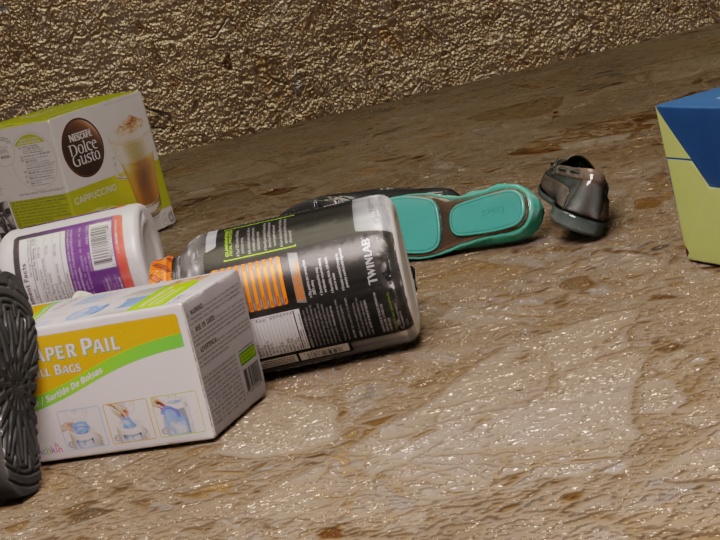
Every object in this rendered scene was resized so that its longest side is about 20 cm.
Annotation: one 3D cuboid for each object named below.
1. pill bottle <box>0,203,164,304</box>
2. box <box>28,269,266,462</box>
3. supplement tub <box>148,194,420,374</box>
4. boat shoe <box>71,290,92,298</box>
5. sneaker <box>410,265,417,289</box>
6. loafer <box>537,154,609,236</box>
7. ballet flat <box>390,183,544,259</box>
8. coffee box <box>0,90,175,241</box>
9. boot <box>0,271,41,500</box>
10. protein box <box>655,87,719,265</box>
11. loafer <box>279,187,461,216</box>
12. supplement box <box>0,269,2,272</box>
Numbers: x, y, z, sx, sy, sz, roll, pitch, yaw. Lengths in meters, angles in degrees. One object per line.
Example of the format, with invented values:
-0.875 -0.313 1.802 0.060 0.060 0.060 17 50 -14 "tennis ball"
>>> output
-0.312 0.003 1.807 0.200 0.112 0.111 -12 10 7 "pill bottle"
-0.189 0.074 1.285 0.200 0.101 0.112 -10 10 20 "box"
-0.060 0.017 1.371 0.200 0.123 0.123 -12 10 5 "supplement tub"
-0.257 0.079 1.526 0.062 0.073 0.200 -55 9 15 "boat shoe"
0.000 0.000 1.567 0.076 0.075 0.200 -7 20 -9 "sneaker"
0.218 -0.083 1.683 0.072 0.063 0.200 17 14 -2 "loafer"
0.095 -0.045 1.717 0.200 0.067 0.070 -7 -12 32 "ballet flat"
-0.413 -0.124 2.375 0.200 0.198 0.200 -7 12 34 "coffee box"
-0.330 0.094 1.221 0.200 0.165 0.066 -10 -18 18 "boot"
0.376 -0.090 1.355 0.200 0.135 0.199 -16 10 -15 "protein box"
0.013 -0.052 1.826 0.200 0.068 0.070 -7 3 7 "loafer"
-0.365 0.059 1.437 0.200 0.109 0.110 3 47 44 "supplement box"
